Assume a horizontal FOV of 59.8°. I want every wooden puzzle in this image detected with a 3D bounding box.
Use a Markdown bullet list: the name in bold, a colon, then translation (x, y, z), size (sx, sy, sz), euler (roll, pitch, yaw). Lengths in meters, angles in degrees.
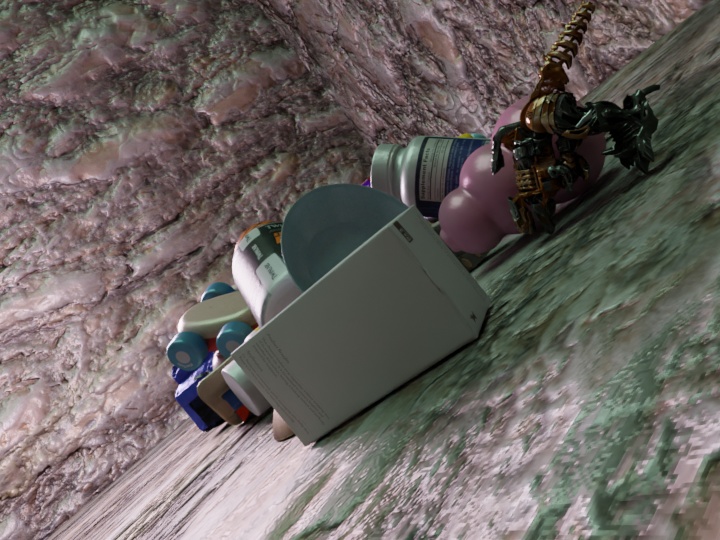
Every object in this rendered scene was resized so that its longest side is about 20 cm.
- **wooden puzzle**: translation (-0.155, 0.172, 1.009), size (0.185, 0.046, 0.200), euler (-39, -23, -15)

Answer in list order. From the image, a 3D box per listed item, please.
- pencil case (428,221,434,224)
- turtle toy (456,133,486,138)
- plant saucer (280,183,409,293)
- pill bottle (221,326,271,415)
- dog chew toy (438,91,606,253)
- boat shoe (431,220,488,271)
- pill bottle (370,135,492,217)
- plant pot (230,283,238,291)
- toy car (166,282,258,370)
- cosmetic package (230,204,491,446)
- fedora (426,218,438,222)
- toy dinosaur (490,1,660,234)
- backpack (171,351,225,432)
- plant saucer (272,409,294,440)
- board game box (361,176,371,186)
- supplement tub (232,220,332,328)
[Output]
- **pencil case**: translation (0.066, -0.056, 0.990), size (0.088, 0.089, 0.200), euler (-38, -25, 20)
- **turtle toy**: translation (0.152, -0.138, 0.985), size (0.200, 0.146, 0.101), euler (-24, 23, 39)
- **plant saucer**: translation (0.001, -0.011, 0.720), size (0.201, 0.201, 0.039), euler (-40, -10, -38)
- **pill bottle**: translation (-0.095, 0.109, 0.893), size (0.200, 0.111, 0.111), euler (-39, 2, -24)
- **dog chew toy**: translation (0.168, -0.097, 0.687), size (0.200, 0.125, 0.125), euler (-44, 1, 6)
- **boat shoe**: translation (0.100, -0.020, 0.810), size (0.200, 0.076, 0.072), euler (-35, 1, 37)
- **pill bottle**: translation (0.120, -0.126, 0.854), size (0.199, 0.111, 0.111), euler (7, 21, 19)
- **plant pot**: translation (-0.096, 0.057, 1.220), size (0.177, 0.200, 0.200), euler (-26, 7, 23)
- **toy car**: translation (-0.203, 0.140, 1.089), size (0.176, 0.200, 0.184), euler (-13, 28, 17)
- **cosmetic package**: translation (-0.001, 0.050, 0.540), size (0.200, 0.113, 0.081), euler (-36, 3, 25)
- **fedora**: translation (0.155, -0.111, 1.129), size (0.201, 0.200, 0.092), euler (146, 145, -69)
- **toy dinosaur**: translation (0.192, -0.131, 0.574), size (0.102, 0.135, 0.200), euler (-66, -19, -52)
- **backpack**: translation (-0.255, 0.194, 1.234), size (0.200, 0.168, 0.163), euler (-35, 10, 15)
- **plant saucer**: translation (-0.032, 0.115, 0.723), size (0.200, 0.035, 0.200), euler (-39, 2, 2)
- **board game box**: translation (0.039, -0.072, 1.267), size (0.151, 0.200, 0.046), euler (-38, 2, 37)
- **supplement tub**: translation (-0.096, 0.012, 0.817), size (0.122, 0.123, 0.200), euler (-39, 34, -5)
